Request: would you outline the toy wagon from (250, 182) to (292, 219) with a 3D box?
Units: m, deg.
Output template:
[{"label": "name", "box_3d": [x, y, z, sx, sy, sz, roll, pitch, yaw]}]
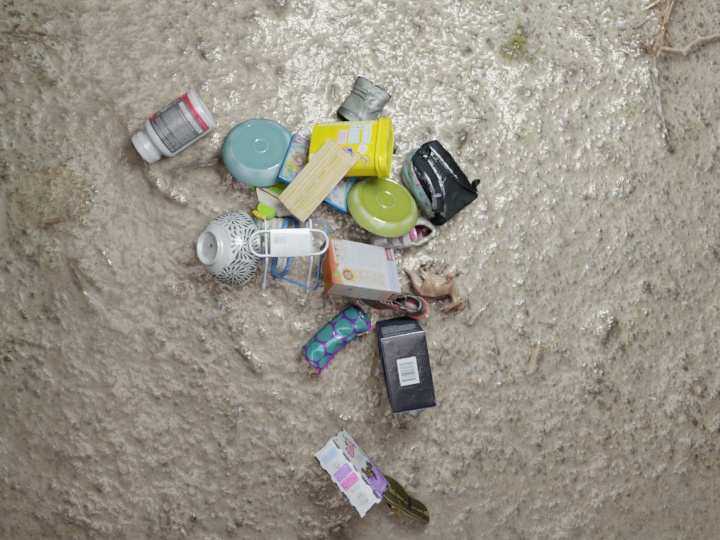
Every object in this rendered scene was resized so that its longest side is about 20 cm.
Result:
[{"label": "toy wagon", "box_3d": [-0.209, -0.197, 1.399, 0.154, 0.040, 0.201, 28, 60, 12]}]

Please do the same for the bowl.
[{"label": "bowl", "box_3d": [-0.358, -0.059, 1.386, 0.198, 0.094, 0.204, 0, 89, 36]}]

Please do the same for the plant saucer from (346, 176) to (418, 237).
[{"label": "plant saucer", "box_3d": [0.063, -0.177, 1.406, 0.197, 0.031, 0.202, 9, 56, -13]}]

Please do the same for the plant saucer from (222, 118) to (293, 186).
[{"label": "plant saucer", "box_3d": [-0.259, -0.316, 1.397, 0.197, 0.036, 0.203, 3, 71, -8]}]

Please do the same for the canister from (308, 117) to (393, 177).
[{"label": "canister", "box_3d": [-0.022, -0.305, 1.348, 0.197, 0.087, 0.151, 1, 67, 13]}]

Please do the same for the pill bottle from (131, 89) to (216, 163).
[{"label": "pill bottle", "box_3d": [-0.481, -0.363, 1.388, 0.199, 0.111, 0.112, -33, 97, 2]}]

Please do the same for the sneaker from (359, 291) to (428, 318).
[{"label": "sneaker", "box_3d": [0.087, 0.073, 1.455, 0.197, 0.082, 0.078, 11, 79, 15]}]

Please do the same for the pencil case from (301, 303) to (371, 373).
[{"label": "pencil case", "box_3d": [-0.064, 0.184, 1.480, 0.199, 0.085, 0.093, -40, 69, 4]}]

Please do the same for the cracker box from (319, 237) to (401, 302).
[{"label": "cracker box", "box_3d": [0.000, 0.000, 1.382, 0.197, 0.058, 0.136, 9, 55, -27]}]

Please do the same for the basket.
[{"label": "basket", "box_3d": [-0.192, -0.055, 1.421, 0.197, 0.139, 0.179, 12, 97, 5]}]

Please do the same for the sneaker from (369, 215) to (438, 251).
[{"label": "sneaker", "box_3d": [0.119, -0.098, 1.452, 0.197, 0.088, 0.083, -18, 98, 0]}]

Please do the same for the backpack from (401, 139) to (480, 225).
[{"label": "backpack", "box_3d": [0.196, -0.235, 1.417, 0.166, 0.126, 0.201, -38, 96, -20]}]

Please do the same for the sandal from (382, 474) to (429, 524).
[{"label": "sandal", "box_3d": [0.115, 0.674, 1.559, 0.199, 0.081, 0.054, 40, 115, -10]}]

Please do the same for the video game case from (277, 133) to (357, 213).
[{"label": "video game case", "box_3d": [-0.105, -0.253, 1.402, 0.198, 0.018, 0.145, 26, 61, -19]}]

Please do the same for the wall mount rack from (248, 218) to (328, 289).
[{"label": "wall mount rack", "box_3d": [-0.179, -0.040, 1.327, 0.197, 0.074, 0.177, -2, 94, -19]}]

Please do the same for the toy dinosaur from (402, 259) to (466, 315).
[{"label": "toy dinosaur", "box_3d": [0.206, 0.051, 1.480, 0.197, 0.086, 0.138, 12, 103, 2]}]

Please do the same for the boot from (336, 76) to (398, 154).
[{"label": "boot", "box_3d": [0.045, -0.414, 1.427, 0.199, 0.068, 0.131, 36, 88, -7]}]

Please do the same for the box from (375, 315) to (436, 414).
[{"label": "box", "box_3d": [0.116, 0.244, 1.437, 0.121, 0.198, 0.203, -9, 97, 0]}]

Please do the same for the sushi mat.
[{"label": "sushi mat", "box_3d": [-0.106, -0.218, 1.301, 0.096, 0.012, 0.200, 44, 98, 14]}]

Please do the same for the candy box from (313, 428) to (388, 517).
[{"label": "candy box", "box_3d": [-0.022, 0.540, 1.458, 0.071, 0.168, 0.200, -42, 78, 3]}]
